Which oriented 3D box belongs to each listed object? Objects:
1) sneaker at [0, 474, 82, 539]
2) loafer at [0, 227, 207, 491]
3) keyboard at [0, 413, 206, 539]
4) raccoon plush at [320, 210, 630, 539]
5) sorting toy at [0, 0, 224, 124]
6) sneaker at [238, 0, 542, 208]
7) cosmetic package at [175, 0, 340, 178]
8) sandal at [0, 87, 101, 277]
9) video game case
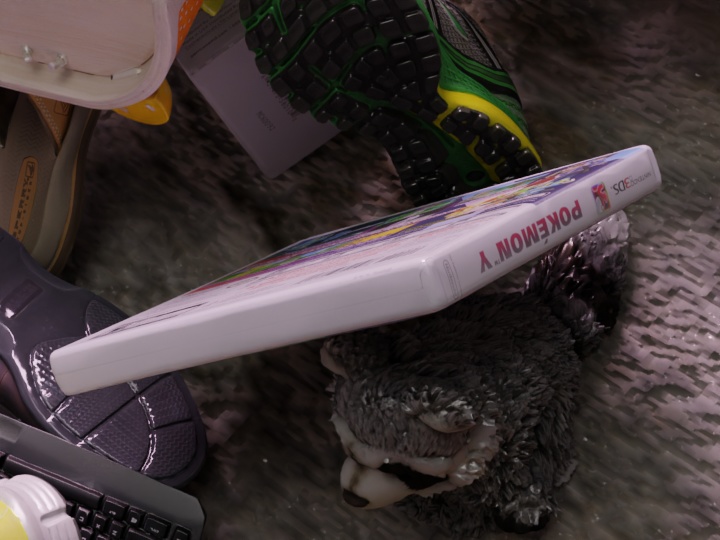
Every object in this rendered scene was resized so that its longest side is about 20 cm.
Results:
[{"bbox_3d":[-0.210,0.144,0.745,0.200,0.090,0.078,-36,78,28],"label":"sneaker"},{"bbox_3d":[-0.152,0.042,0.863,0.200,0.063,0.072,40,53,14],"label":"loafer"},{"bbox_3d":[-0.173,0.114,0.798,0.200,0.040,0.104,20,99,11],"label":"keyboard"},{"bbox_3d":[0.046,0.020,0.779,0.097,0.134,0.200,9,62,19],"label":"raccoon plush"},{"bbox_3d":[-0.115,-0.172,0.832,0.200,0.107,0.180,15,61,26],"label":"sorting toy"},{"bbox_3d":[0.010,-0.102,0.838,0.078,0.200,0.085,-26,44,20],"label":"sneaker"},{"bbox_3d":[-0.076,-0.158,0.932,0.085,0.108,0.200,-36,56,1],"label":"cosmetic package"},{"bbox_3d":[-0.164,-0.088,0.895,0.080,0.054,0.200,11,90,50],"label":"sandal"},{"bbox_3d":[0.000,0.000,0.758,0.200,0.023,0.182,-15,7,38],"label":"video game case"}]
